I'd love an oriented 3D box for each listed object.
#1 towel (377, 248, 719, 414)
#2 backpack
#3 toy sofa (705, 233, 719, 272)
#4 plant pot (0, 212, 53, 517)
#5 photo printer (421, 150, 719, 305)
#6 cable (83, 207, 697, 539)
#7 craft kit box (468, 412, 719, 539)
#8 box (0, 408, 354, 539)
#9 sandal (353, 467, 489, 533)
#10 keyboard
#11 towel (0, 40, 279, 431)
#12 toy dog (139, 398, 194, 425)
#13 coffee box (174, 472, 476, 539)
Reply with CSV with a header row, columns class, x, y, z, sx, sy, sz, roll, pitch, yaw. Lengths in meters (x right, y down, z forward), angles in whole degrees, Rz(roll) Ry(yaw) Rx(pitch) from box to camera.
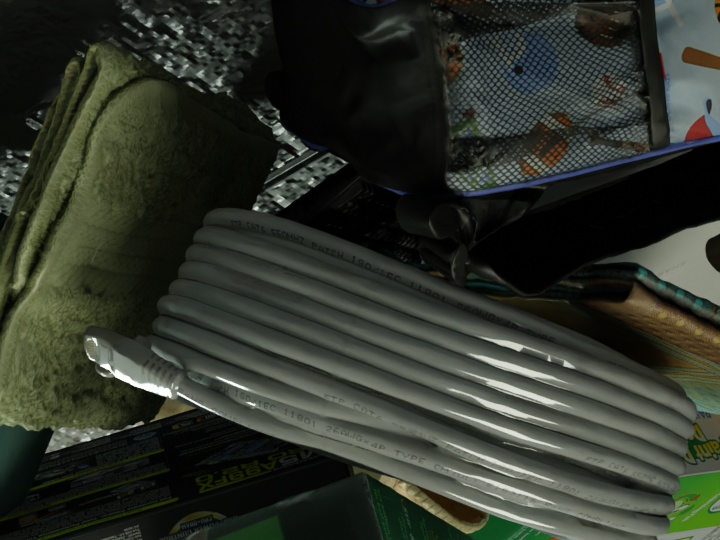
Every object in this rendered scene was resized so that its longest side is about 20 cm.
class,x,y,z,sx,sy,sz,roll,pitch,yaw
towel,0.101,0.025,0.906,0.146,0.022,0.200,23,171,-26
backpack,0.073,-0.097,0.846,0.190,0.200,0.155,-5,111,-17
toy sofa,0.211,-0.061,0.966,0.083,0.200,0.098,-29,103,44
plant pot,-0.196,0.025,0.924,0.141,0.142,0.200,22,178,26
photo printer,0.103,-0.008,1.071,0.166,0.070,0.200,-22,153,-23
cable,0.022,0.042,0.864,0.199,0.070,0.200,17,175,25
craft kit box,0.091,0.136,1.206,0.197,0.049,0.200,-5,149,-48
box,-0.104,0.107,1.013,0.199,0.044,0.160,-17,-169,-6
sandal,0.026,0.096,1.068,0.069,0.078,0.212,9,130,-8
keyboard,0.000,0.000,1.017,0.104,0.040,0.200,-35,168,11
towel,-0.091,-0.005,0.926,0.036,0.149,0.200,23,-178,13
toy dog,-0.042,0.107,1.204,0.096,0.132,0.200,-44,167,-30
coffee box,-0.020,0.128,0.904,0.123,0.044,0.200,-21,161,12
